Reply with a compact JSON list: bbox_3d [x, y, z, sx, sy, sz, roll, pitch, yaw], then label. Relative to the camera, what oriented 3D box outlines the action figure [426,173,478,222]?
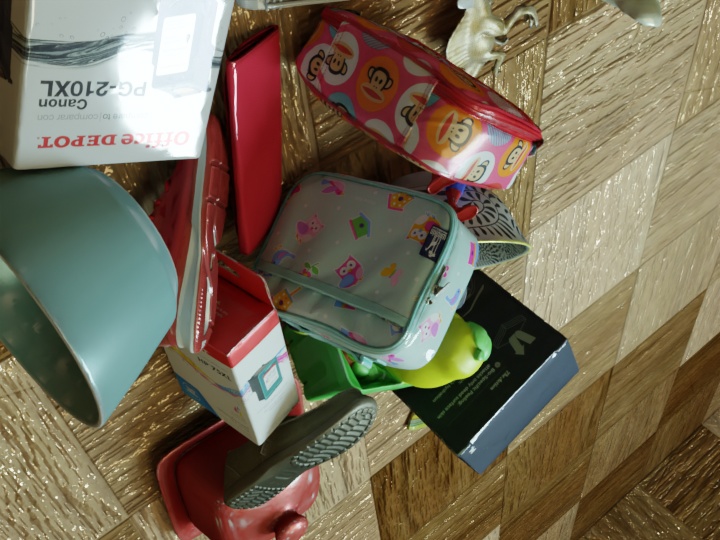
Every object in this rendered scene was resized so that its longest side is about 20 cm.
[{"bbox_3d":[0.102,-0.124,0.846,0.052,0.200,0.065,-27,118,23],"label":"action figure"}]

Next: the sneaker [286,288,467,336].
[{"bbox_3d":[0.017,0.035,0.837,0.200,0.074,0.081,-10,151,22],"label":"sneaker"}]

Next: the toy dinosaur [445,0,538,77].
[{"bbox_3d":[0.123,-0.249,0.823,0.101,0.058,0.200,-31,142,-22],"label":"toy dinosaur"}]

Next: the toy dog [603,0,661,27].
[{"bbox_3d":[0.293,-0.369,0.810,0.194,0.140,0.200,-42,161,-50],"label":"toy dog"}]

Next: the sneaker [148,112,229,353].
[{"bbox_3d":[-0.176,-0.036,0.684,0.078,0.115,0.200,71,24,-85],"label":"sneaker"}]

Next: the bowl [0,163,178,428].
[{"bbox_3d":[-0.206,0.002,0.587,0.105,0.201,0.201,-38,146,-30],"label":"bowl"}]

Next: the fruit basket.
[{"bbox_3d":[0.045,0.073,0.934,0.215,0.156,0.216,-19,161,-7],"label":"fruit basket"}]

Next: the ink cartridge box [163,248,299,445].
[{"bbox_3d":[-0.133,0.067,0.787,0.067,0.116,0.200,-46,148,-28],"label":"ink cartridge box"}]

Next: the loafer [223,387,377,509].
[{"bbox_3d":[-0.073,0.176,0.865,0.200,0.067,0.076,-36,149,13],"label":"loafer"}]

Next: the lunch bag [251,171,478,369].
[{"bbox_3d":[0.000,0.000,0.765,0.160,0.200,0.077,-63,145,-13],"label":"lunch bag"}]

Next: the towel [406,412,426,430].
[{"bbox_3d":[0.135,0.166,1.286,0.086,0.018,0.200,-10,131,-44],"label":"towel"}]

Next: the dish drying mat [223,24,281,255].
[{"bbox_3d":[-0.093,-0.111,0.734,0.077,0.018,0.200,-52,155,-43],"label":"dish drying mat"}]

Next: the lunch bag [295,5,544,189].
[{"bbox_3d":[0.058,-0.146,0.725,0.176,0.200,0.082,5,121,-54],"label":"lunch bag"}]

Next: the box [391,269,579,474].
[{"bbox_3d":[0.142,0.122,1.086,0.197,0.200,0.117,-45,146,-4],"label":"box"}]

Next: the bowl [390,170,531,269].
[{"bbox_3d":[0.080,-0.054,0.907,0.201,0.094,0.201,-7,171,-1],"label":"bowl"}]

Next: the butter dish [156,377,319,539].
[{"bbox_3d":[-0.117,0.262,0.980,0.200,0.148,0.200,-29,141,-26],"label":"butter dish"}]

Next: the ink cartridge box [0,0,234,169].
[{"bbox_3d":[-0.167,-0.174,0.546,0.145,0.084,0.200,-11,131,-41],"label":"ink cartridge box"}]

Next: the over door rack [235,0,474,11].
[{"bbox_3d":[0.001,-0.279,0.633,0.200,0.067,0.148,-7,131,-18],"label":"over door rack"}]
